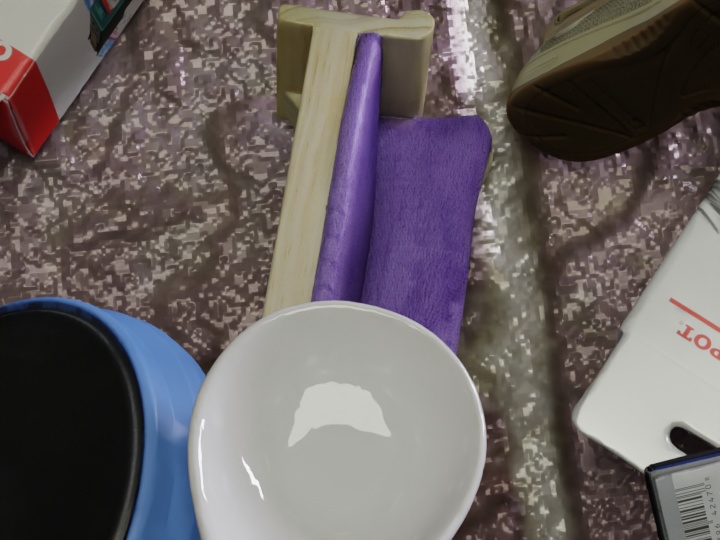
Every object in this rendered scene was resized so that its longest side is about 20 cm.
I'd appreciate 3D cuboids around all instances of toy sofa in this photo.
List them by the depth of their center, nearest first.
[{"bbox_3d":[0.000,0.000,0.840,0.097,0.083,0.202,8,65,3],"label":"toy sofa"}]

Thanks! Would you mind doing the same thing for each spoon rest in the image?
[{"bbox_3d":[-0.018,0.101,0.678,0.098,0.061,0.202,11,68,4],"label":"spoon rest"}]

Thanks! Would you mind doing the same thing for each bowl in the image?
[{"bbox_3d":[-0.135,0.100,0.757,0.199,0.039,0.202,-24,48,28],"label":"bowl"}]

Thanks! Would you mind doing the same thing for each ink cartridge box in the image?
[{"bbox_3d":[0.178,0.018,0.849,0.115,0.067,0.201,33,74,11],"label":"ink cartridge box"},{"bbox_3d":[-0.160,-0.134,0.909,0.116,0.067,0.201,30,75,12],"label":"ink cartridge box"}]

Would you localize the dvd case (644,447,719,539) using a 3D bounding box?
[{"bbox_3d":[0.212,0.120,0.743,0.198,0.025,0.152,-13,90,0],"label":"dvd case"}]

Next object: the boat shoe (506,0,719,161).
[{"bbox_3d":[0.144,-0.103,0.843,0.072,0.199,0.065,40,51,-28],"label":"boat shoe"}]
